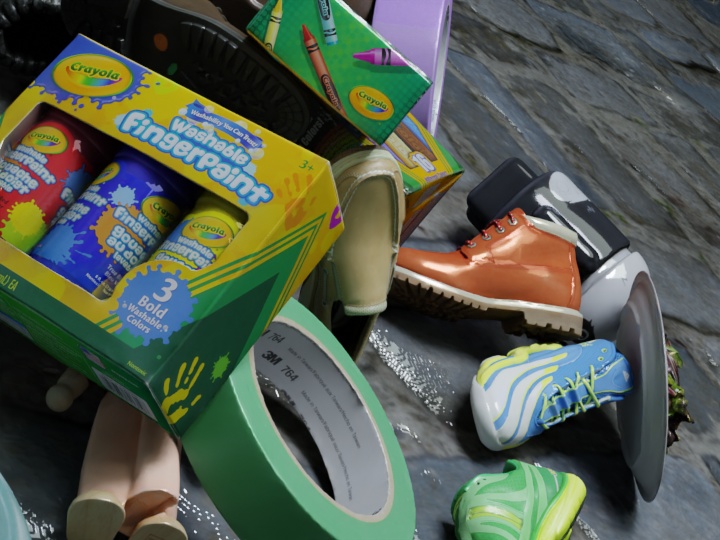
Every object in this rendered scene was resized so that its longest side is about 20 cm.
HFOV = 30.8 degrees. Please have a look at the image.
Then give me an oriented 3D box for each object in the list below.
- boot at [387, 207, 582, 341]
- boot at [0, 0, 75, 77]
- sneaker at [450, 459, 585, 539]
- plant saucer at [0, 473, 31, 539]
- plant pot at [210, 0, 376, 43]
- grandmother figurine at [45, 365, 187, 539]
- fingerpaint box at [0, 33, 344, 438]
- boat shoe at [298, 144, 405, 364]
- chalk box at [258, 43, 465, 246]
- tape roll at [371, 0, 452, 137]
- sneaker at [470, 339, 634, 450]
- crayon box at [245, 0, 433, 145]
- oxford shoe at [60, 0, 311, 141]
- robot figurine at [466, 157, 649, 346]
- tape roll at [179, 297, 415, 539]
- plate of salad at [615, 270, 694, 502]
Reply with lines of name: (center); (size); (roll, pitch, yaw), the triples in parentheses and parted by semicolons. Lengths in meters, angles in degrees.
boot: (0.104, -0.007, 1.145); (0.198, 0.075, 0.108); (11, 78, -20)
boot: (-0.198, -0.223, 1.039); (0.209, 0.080, 0.158); (-19, 35, -11)
sneaker: (0.094, 0.196, 0.927); (0.083, 0.075, 0.200); (22, 25, 20)
plant saucer: (-0.239, 0.122, 0.628); (0.199, 0.036, 0.201); (30, 29, -19)
plant pot: (-0.065, -0.265, 1.176); (0.186, 0.187, 0.200); (38, 3, -5)
grandmother figurine: (-0.130, 0.085, 0.800); (0.121, 0.060, 0.201); (35, 29, -30)
fingerpaint box: (-0.138, -0.028, 0.769); (0.199, 0.074, 0.167); (29, 67, 23)
boat shoe: (0.000, 0.000, 0.946); (0.071, 0.201, 0.077); (-8, 51, -14)
chalk box: (-0.035, -0.105, 1.123); (0.200, 0.125, 0.124); (48, 28, 11)
tape roll: (0.046, -0.194, 1.270); (0.065, 0.202, 0.201); (8, 29, 5)
sneaker: (0.167, 0.093, 1.098); (0.200, 0.104, 0.076); (-26, 98, -61)
crayon box: (-0.017, -0.154, 0.948); (0.119, 0.058, 0.200); (40, 5, -7)
oxford shoe: (-0.110, -0.163, 0.936); (0.199, 0.073, 0.084); (35, 35, 10)
robot figurine: (0.190, -0.014, 1.281); (0.200, 0.125, 0.150); (48, 32, 13)
tape roll: (-0.041, 0.104, 0.835); (0.201, 0.048, 0.201); (47, 21, -25)
plate of salad: (0.257, 0.101, 1.143); (0.048, 0.201, 0.201); (0, 33, 1)
